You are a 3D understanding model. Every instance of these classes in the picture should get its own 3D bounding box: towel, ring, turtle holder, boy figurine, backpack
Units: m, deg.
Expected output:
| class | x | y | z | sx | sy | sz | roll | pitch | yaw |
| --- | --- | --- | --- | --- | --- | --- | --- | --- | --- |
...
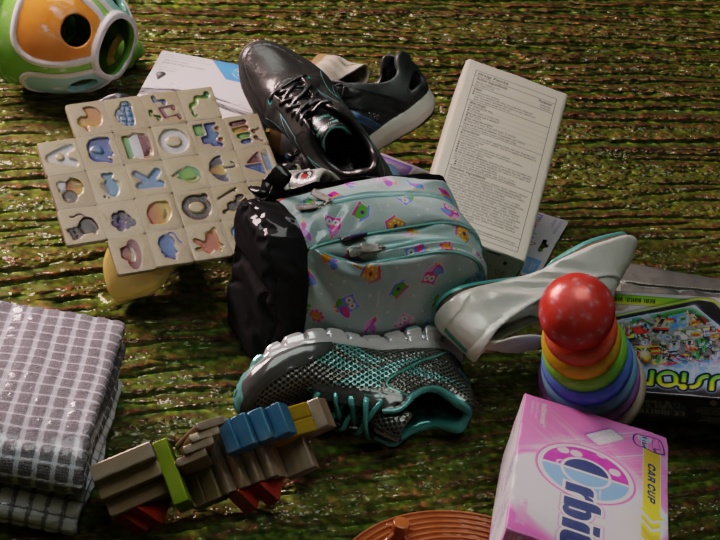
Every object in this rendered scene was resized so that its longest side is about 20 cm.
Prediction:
| class | x | y | z | sx | sy | sz | roll | pitch | yaw |
| --- | --- | --- | --- | --- | --- | --- | --- | --- | --- |
| towel | -0.261 | 0.091 | 1.233 | 0.163 | 0.086 | 0.201 | 8 | 33 | -3 |
| ring | 0.075 | 0.229 | 1.169 | 0.198 | 0.019 | 0.201 | 7 | 32 | -5 |
| turtle holder | -0.291 | -0.230 | 1.692 | 0.130 | 0.186 | 0.142 | 20 | 66 | 17 |
| boy figurine | -0.192 | -0.054 | 1.461 | 0.064 | 0.124 | 0.202 | -26 | 53 | 16 |
| backpack | 0.000 | 0.000 | 1.376 | 0.198 | 0.168 | 0.127 | -10 | 53 | -21 |

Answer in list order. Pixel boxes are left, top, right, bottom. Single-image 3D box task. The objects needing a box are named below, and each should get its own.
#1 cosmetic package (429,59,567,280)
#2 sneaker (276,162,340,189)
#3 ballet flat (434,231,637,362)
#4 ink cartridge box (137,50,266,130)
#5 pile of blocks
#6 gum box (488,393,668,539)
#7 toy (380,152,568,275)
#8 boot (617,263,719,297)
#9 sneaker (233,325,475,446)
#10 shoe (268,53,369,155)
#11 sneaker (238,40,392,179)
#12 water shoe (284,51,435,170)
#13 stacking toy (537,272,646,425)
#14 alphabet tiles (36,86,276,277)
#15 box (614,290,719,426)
| class | x | y | z | sx | sy | sz | roll | pitch | yaw |
| --- | --- | --- | --- | --- | --- | --- | --- | --- | --- |
| cosmetic package | 0.112 | -0.082 | 1.531 | 0.102 | 0.073 | 0.201 | 20 | 54 | 0 |
| sneaker | -0.064 | -0.065 | 1.488 | 0.198 | 0.089 | 0.074 | 22 | 42 | 4 |
| ballet flat | 0.151 | 0.028 | 1.363 | 0.198 | 0.070 | 0.069 | -18 | 41 | -27 |
| ink cartridge box | -0.158 | -0.127 | 1.609 | 0.114 | 0.067 | 0.201 | 11 | 33 | 2 |
| pile of blocks | -0.094 | 0.142 | 1.205 | 0.198 | 0.082 | 0.063 | -16 | 75 | -29 |
| gum box | 0.152 | 0.175 | 1.193 | 0.112 | 0.067 | 0.200 | 17 | 26 | 2 |
| toy | 0.091 | -0.067 | 1.597 | 0.198 | 0.048 | 0.115 | 18 | 35 | 14 |
| boot | 0.314 | 0.050 | 1.454 | 0.198 | 0.073 | 0.182 | 12 | 19 | -8 |
| sneaker | 0.002 | 0.095 | 1.307 | 0.198 | 0.078 | 0.092 | -7 | 40 | -21 |
| shoe | -0.042 | -0.169 | 1.699 | 0.053 | 0.071 | 0.200 | 8 | 30 | 14 |
| sneaker | -0.038 | -0.139 | 1.526 | 0.075 | 0.079 | 0.200 | -40 | 75 | -9 |
| water shoe | -0.022 | -0.137 | 1.605 | 0.199 | 0.080 | 0.071 | -34 | 14 | -24 |
| stacking toy | 0.164 | 0.059 | 1.253 | 0.084 | 0.200 | 0.086 | -4 | 69 | 11 |
| alphabet tiles | -0.162 | -0.077 | 1.419 | 0.198 | 0.006 | 0.168 | -10 | 64 | -24 |
| box | 0.253 | 0.070 | 1.380 | 0.197 | 0.035 | 0.111 | 3 | 47 | 13 |
